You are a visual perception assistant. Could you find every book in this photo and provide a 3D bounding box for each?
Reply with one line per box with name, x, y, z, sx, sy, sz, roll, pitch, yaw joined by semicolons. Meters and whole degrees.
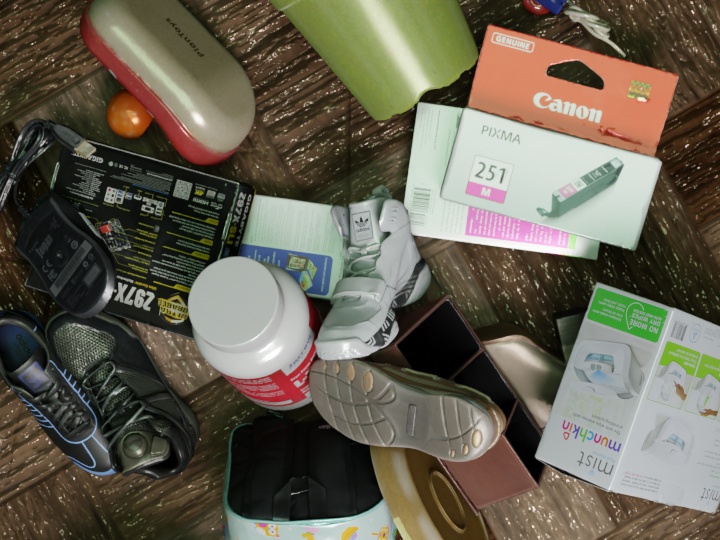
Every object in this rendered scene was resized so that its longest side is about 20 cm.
book;0.147;-0.089;1.482;0.199;0.048;0.134;9;93;2

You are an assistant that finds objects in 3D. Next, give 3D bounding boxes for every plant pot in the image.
plant pot;0.017;-0.255;1.429;0.200;0.200;0.190;-32;103;1
plant pot;0.074;0.224;1.406;0.027;0.200;0.201;-30;90;16

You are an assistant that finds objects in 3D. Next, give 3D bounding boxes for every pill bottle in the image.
pill bottle;-0.094;0.058;1.399;0.112;0.200;0.113;-4;71;11

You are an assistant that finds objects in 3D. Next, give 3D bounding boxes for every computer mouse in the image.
computer mouse;-0.281;-0.055;1.437;0.200;0.046;0.141;40;103;25

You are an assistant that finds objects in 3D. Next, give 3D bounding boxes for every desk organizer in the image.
desk organizer;0.098;0.129;1.430;0.077;0.072;0.200;-26;107;31

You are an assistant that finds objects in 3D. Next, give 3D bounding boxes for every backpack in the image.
backpack;-0.046;0.232;1.410;0.175;0.200;0.154;-1;105;0

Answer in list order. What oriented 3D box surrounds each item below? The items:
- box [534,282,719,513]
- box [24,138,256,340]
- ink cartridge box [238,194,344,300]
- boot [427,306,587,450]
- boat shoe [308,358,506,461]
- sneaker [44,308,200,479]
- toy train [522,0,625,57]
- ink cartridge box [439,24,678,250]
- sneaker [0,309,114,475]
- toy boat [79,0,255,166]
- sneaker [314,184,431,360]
box;0.283;0.125;1.398;0.097;0.200;0.177;21;93;43
box;-0.219;-0.034;1.464;0.199;0.049;0.160;16;94;16
ink cartridge box;-0.088;-0.026;1.492;0.199;0.037;0.095;8;90;-1
boot;0.171;0.123;1.475;0.199;0.070;0.147;-12;101;13
boat shoe;0.043;0.125;1.360;0.199;0.072;0.076;19;106;30
sneaker;-0.230;0.123;1.431;0.076;0.114;0.200;-33;108;8
toy train;0.209;-0.311;1.467;0.200;0.085;0.116;35;78;1
ink cartridge box;0.194;-0.129;1.433;0.199;0.044;0.174;15;100;2
sneaker;-0.308;0.125;1.477;0.070;0.078;0.200;-39;89;1
toy boat;-0.204;-0.180;1.466;0.200;0.130;0.131;46;121;1
sneaker;0.000;0.000;1.399;0.075;0.200;0.115;-6;112;28
